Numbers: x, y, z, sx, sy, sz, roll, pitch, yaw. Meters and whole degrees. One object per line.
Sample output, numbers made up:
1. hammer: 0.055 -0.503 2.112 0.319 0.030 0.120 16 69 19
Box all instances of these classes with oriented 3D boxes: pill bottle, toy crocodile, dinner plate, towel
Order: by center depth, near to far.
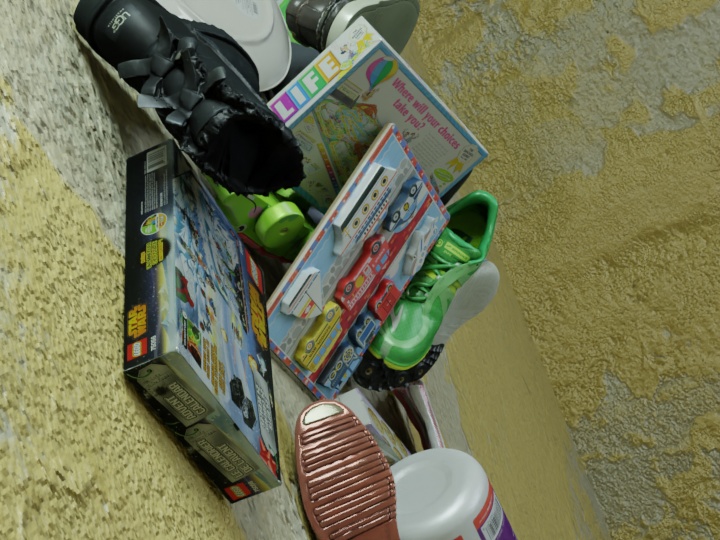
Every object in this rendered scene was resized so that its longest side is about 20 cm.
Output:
1. dinner plate: -0.125 -0.227 1.106 0.200 0.024 0.201 34 37 -30
2. toy crocodile: -0.070 -0.038 1.139 0.068 0.062 0.200 53 9 25
3. pill bottle: 0.085 0.256 1.199 0.113 0.112 0.200 -92 158 -61
4. towel: 0.069 0.180 1.400 0.200 0.030 0.147 87 -15 -87

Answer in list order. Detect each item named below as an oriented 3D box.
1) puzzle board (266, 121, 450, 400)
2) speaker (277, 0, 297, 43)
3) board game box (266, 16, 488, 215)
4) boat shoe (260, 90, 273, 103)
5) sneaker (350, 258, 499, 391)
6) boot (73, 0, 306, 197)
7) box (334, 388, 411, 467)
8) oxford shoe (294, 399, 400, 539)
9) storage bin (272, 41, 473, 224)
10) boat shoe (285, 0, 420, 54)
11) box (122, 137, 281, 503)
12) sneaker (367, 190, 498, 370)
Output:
1. puzzle board: 0.000 0.000 1.148 0.017 0.200 0.151 24 -16 31
2. speaker: -0.030 -0.246 1.330 0.088 0.200 0.088 42 3 -3
3. board game box: 0.007 -0.103 1.153 0.200 0.134 0.034 38 14 -53
4. boat shoe: -0.109 -0.185 1.182 0.072 0.060 0.202 51 21 -57
5. sneaker: 0.051 0.046 1.326 0.200 0.072 0.072 -38 131 -36
6. boot: -0.094 -0.110 0.954 0.162 0.073 0.198 45 7 30
7. box: 0.021 0.168 1.237 0.200 0.039 0.042 55 11 -51
8. oxford shoe: -0.004 0.195 1.049 0.074 0.071 0.201 117 -44 -70
9. storage bin: -0.014 -0.129 1.264 0.199 0.146 0.135 9 43 -40
10. boat shoe: -0.003 -0.221 1.241 0.060 0.072 0.201 26 16 14
11. box: -0.102 0.029 0.899 0.200 0.040 0.137 -99 163 -48
12. sneaker: 0.061 0.000 1.251 0.200 0.074 0.084 -57 175 -32
